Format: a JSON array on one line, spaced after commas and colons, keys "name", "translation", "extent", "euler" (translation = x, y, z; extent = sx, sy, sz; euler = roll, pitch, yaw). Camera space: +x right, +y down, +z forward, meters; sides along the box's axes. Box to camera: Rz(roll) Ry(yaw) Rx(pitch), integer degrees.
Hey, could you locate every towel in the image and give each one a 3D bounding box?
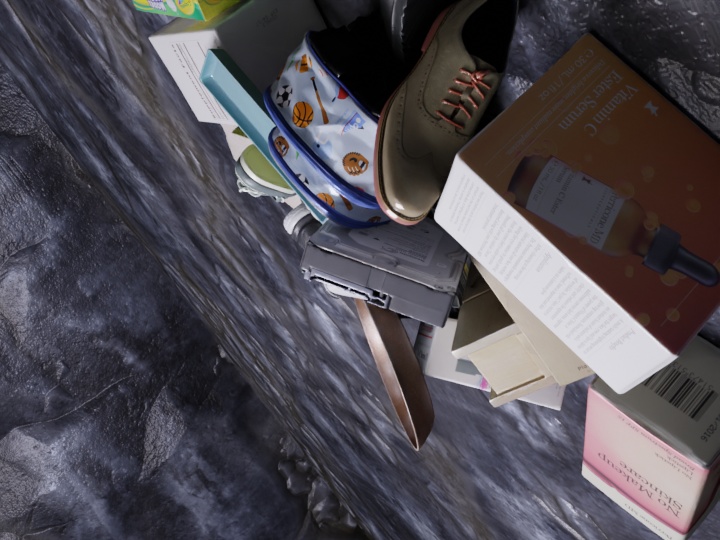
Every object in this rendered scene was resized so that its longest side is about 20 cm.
[{"name": "towel", "translation": [-0.141, -0.167, 1.335], "extent": [0.199, 0.034, 0.133], "euler": [38, 159, 29]}]

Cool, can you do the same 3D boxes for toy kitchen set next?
[{"name": "toy kitchen set", "translation": [0.176, -0.013, 0.860], "extent": [0.198, 0.181, 0.164], "euler": [-27, 114, 30]}]

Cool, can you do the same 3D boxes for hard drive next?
[{"name": "hard drive", "translation": [0.032, -0.017, 0.849], "extent": [0.137, 0.038, 0.200], "euler": [19, -159, 6]}]

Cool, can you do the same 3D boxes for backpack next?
[{"name": "backpack", "translation": [0.001, -0.133, 0.808], "extent": [0.200, 0.155, 0.190], "euler": [42, -163, 15]}]

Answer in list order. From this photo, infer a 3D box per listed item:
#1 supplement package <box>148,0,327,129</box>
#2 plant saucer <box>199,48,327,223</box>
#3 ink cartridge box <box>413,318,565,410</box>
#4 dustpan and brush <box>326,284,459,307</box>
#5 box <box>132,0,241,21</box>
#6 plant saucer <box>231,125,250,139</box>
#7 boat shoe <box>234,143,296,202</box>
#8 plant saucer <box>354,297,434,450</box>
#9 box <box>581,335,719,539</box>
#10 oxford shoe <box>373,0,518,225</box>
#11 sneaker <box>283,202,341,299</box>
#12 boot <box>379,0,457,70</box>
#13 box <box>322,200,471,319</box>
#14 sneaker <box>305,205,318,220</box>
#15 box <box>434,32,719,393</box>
[{"name": "supplement package", "translation": [-0.130, -0.245, 1.009], "extent": [0.199, 0.121, 0.121], "euler": [20, 145, 56]}, {"name": "plant saucer", "translation": [-0.089, -0.138, 0.911], "extent": [0.200, 0.019, 0.070], "euler": [48, 156, -1]}, {"name": "ink cartridge box", "translation": [0.125, 0.095, 1.015], "extent": [0.196, 0.069, 0.117], "euler": [16, 178, -5]}, {"name": "dustpan and brush", "translation": [0.000, 0.000, 0.953], "extent": [0.138, 0.058, 0.199], "euler": [11, 174, -33]}, {"name": "box", "translation": [-0.160, -0.314, 0.946], "extent": [0.199, 0.117, 0.049], "euler": [24, 145, 51]}, {"name": "plant saucer", "translation": [-0.052, -0.143, 1.046], "extent": [0.197, 0.032, 0.200], "euler": [19, -174, -2]}, {"name": "boat shoe", "translation": [-0.117, -0.109, 1.107], "extent": [0.073, 0.062, 0.200], "euler": [51, -167, 2]}, {"name": "plant saucer", "translation": [0.041, 0.106, 1.030], "extent": [0.200, 0.034, 0.203], "euler": [159, 91, -84]}, {"name": "box", "translation": [0.297, 0.158, 0.867], "extent": [0.127, 0.109, 0.201], "euler": [35, 158, 31]}, {"name": "oxford shoe", "translation": [0.066, -0.132, 0.682], "extent": [0.070, 0.203, 0.075], "euler": [25, 164, -19]}, {"name": "sneaker", "translation": [-0.023, -0.017, 1.176], "extent": [0.115, 0.075, 0.199], "euler": [61, -163, 22]}, {"name": "boot", "translation": [0.000, -0.279, 0.725], "extent": [0.162, 0.073, 0.200], "euler": [35, 151, 28]}, {"name": "box", "translation": [0.058, -0.020, 1.025], "extent": [0.159, 0.050, 0.201], "euler": [0, 140, 28]}, {"name": "sneaker", "translation": [0.019, -0.078, 1.082], "extent": [0.198, 0.075, 0.085], "euler": [29, 150, -2]}, {"name": "box", "translation": [0.180, -0.042, 0.663], "extent": [0.200, 0.152, 0.107], "euler": [43, 161, 11]}]
